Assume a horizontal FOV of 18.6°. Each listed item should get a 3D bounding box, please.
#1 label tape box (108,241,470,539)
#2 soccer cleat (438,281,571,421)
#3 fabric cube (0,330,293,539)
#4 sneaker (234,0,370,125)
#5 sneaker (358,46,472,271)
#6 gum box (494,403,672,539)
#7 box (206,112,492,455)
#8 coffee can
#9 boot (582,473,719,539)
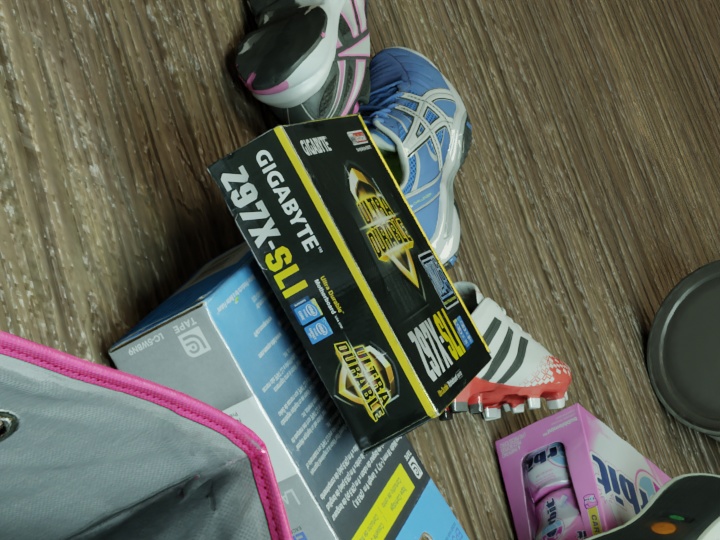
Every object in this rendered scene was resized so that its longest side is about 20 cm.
[{"bbox_3d":[-0.031,0.092,1.107,0.201,0.063,0.144,60,21,-7],"label":"label tape box"},{"bbox_3d":[0.078,0.050,1.387,0.200,0.068,0.086,3,77,-60],"label":"soccer cleat"},{"bbox_3d":[-0.134,0.154,0.636,0.196,0.198,0.201,26,43,-55],"label":"fabric cube"},{"bbox_3d":[-0.027,-0.139,1.382,0.087,0.080,0.201,64,27,-29],"label":"sneaker"},{"bbox_3d":[0.024,-0.081,1.405,0.077,0.075,0.201,50,24,-39],"label":"sneaker"},{"bbox_3d":[0.168,0.179,1.444,0.200,0.066,0.114,38,32,-47],"label":"gum box"},{"bbox_3d":[0.000,0.000,1.141,0.161,0.049,0.200,63,12,0],"label":"box"},{"bbox_3d":[0.344,0.088,1.833,0.200,0.146,0.147,29,39,-55],"label":"coffee can"},{"bbox_3d":[0.170,0.224,1.315,0.199,0.072,0.145,-24,120,-47],"label":"boot"}]
